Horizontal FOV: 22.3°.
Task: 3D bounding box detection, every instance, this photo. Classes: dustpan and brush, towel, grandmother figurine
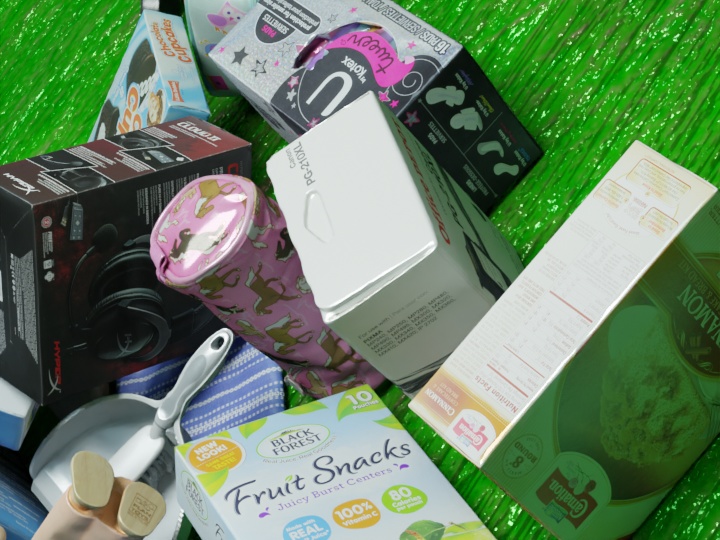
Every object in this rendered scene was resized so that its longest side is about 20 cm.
[{"bbox_3d":[-0.143,0.119,1.251,0.200,0.057,0.140,-48,64,8],"label":"dustpan and brush"},{"bbox_3d":[-0.122,0.075,1.332,0.145,0.024,0.200,-24,49,20],"label":"towel"},{"bbox_3d":[-0.204,0.209,1.236,0.200,0.121,0.061,-48,5,35],"label":"grandmother figurine"}]

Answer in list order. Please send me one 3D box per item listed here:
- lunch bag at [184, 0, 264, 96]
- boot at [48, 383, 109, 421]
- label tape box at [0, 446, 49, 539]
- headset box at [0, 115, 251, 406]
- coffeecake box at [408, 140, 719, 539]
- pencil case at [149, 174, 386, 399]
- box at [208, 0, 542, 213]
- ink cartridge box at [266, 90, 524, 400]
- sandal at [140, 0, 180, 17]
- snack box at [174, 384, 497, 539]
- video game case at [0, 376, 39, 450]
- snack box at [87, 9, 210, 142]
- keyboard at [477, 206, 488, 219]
[{"bbox_3d":[-0.081,-0.242,1.431,0.077,0.160,0.200,4,59,9],"label":"lunch bag"},{"bbox_3d":[-0.276,0.049,1.370,0.070,0.146,0.200,-63,33,24],"label":"boot"},{"bbox_3d":[-0.304,0.145,1.332,0.066,0.143,0.200,-44,45,2],"label":"label tape box"},{"bbox_3d":[-0.158,-0.013,1.261,0.200,0.149,0.077,-18,32,-37],"label":"headset box"},{"bbox_3d":[0.148,0.053,1.055,0.200,0.154,0.073,-49,44,-2],"label":"coffeecake box"},{"bbox_3d":[-0.053,0.014,1.197,0.083,0.200,0.087,3,63,37],"label":"pencil case"},{"bbox_3d":[0.006,-0.119,1.294,0.115,0.132,0.200,-48,45,-3],"label":"box"},{"bbox_3d":[0.042,0.007,1.132,0.084,0.200,0.145,-34,46,13],"label":"ink cartridge box"},{"bbox_3d":[-0.149,-0.284,1.580,0.048,0.075,0.201,3,67,9],"label":"sandal"},{"bbox_3d":[-0.011,0.163,1.119,0.142,0.053,0.200,-15,38,-23],"label":"snack box"},{"bbox_3d":[-0.305,0.017,1.315,0.045,0.200,0.181,114,176,-45],"label":"video game case"},{"bbox_3d":[-0.175,-0.085,1.402,0.200,0.037,0.116,-61,34,35],"label":"snack box"},{"bbox_3d":[0.000,0.000,1.259,0.200,0.056,0.011,-19,50,20],"label":"keyboard"}]
